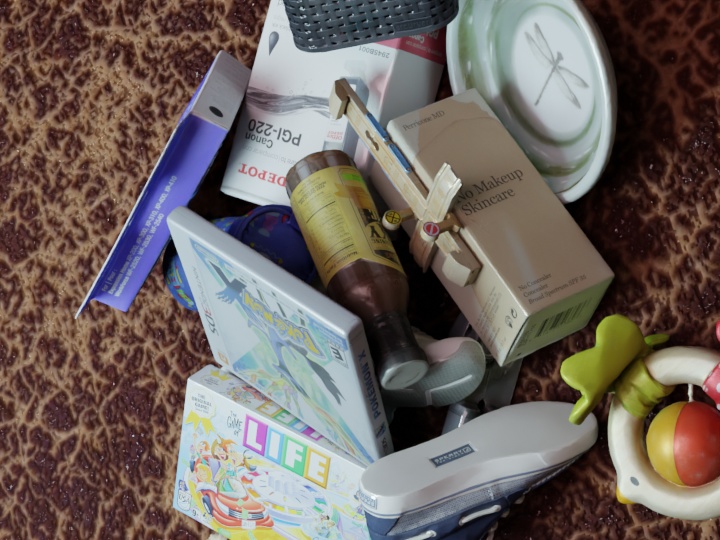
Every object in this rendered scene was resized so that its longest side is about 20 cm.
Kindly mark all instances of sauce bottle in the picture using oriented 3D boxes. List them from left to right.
[{"bbox_3d":[0.000,0.000,1.488,0.065,0.064,0.201,-36,59,24],"label":"sauce bottle"}]

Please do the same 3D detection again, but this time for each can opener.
[{"bbox_3d":[0.086,0.122,1.550,0.067,0.053,0.202,25,100,64],"label":"can opener"}]

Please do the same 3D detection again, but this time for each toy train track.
[{"bbox_3d":[0.024,-0.067,1.486,0.201,0.032,0.115,56,150,24],"label":"toy train track"}]

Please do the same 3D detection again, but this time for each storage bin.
[{"bbox_3d":[0.004,-0.274,1.533,0.134,0.094,0.201,-9,39,9],"label":"storage bin"}]

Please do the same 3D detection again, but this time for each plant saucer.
[{"bbox_3d":[0.145,-0.153,1.503,0.200,0.050,0.202,35,135,45],"label":"plant saucer"}]

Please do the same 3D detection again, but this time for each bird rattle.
[{"bbox_3d":[0.255,0.104,1.431,0.198,0.113,0.165,0,96,19],"label":"bird rattle"}]

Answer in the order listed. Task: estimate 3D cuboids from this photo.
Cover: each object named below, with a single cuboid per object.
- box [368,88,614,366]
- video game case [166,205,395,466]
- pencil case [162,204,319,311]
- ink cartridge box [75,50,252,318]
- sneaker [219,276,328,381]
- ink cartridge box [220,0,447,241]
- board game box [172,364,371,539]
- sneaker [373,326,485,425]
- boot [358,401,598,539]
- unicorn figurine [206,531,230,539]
[{"bbox_3d":[0.100,-0.036,1.507,0.201,0.094,0.078,54,150,21],"label":"box"},{"bbox_3d":[-0.061,0.056,1.498,0.199,0.183,0.022,31,62,32],"label":"video game case"},{"bbox_3d":[-0.101,-0.011,1.607,0.087,0.078,0.200,-47,15,-20],"label":"pencil case"},{"bbox_3d":[-0.163,-0.067,1.623,0.043,0.200,0.199,29,115,-5],"label":"ink cartridge box"},{"bbox_3d":[-0.060,0.083,1.630,0.085,0.073,0.200,49,120,19],"label":"sneaker"},{"bbox_3d":[-0.020,-0.140,1.615,0.145,0.084,0.202,18,97,32],"label":"ink cartridge box"},{"bbox_3d":[-0.064,0.180,1.594,0.199,0.034,0.136,24,122,25],"label":"board game box"},{"bbox_3d":[0.029,0.073,1.539,0.200,0.070,0.081,-24,56,52],"label":"sneaker"},{"bbox_3d":[0.095,0.172,1.495,0.073,0.198,0.091,-124,21,-56],"label":"boot"},{"bbox_3d":[-0.112,0.296,1.594,0.138,0.073,0.201,-57,42,26],"label":"unicorn figurine"}]
